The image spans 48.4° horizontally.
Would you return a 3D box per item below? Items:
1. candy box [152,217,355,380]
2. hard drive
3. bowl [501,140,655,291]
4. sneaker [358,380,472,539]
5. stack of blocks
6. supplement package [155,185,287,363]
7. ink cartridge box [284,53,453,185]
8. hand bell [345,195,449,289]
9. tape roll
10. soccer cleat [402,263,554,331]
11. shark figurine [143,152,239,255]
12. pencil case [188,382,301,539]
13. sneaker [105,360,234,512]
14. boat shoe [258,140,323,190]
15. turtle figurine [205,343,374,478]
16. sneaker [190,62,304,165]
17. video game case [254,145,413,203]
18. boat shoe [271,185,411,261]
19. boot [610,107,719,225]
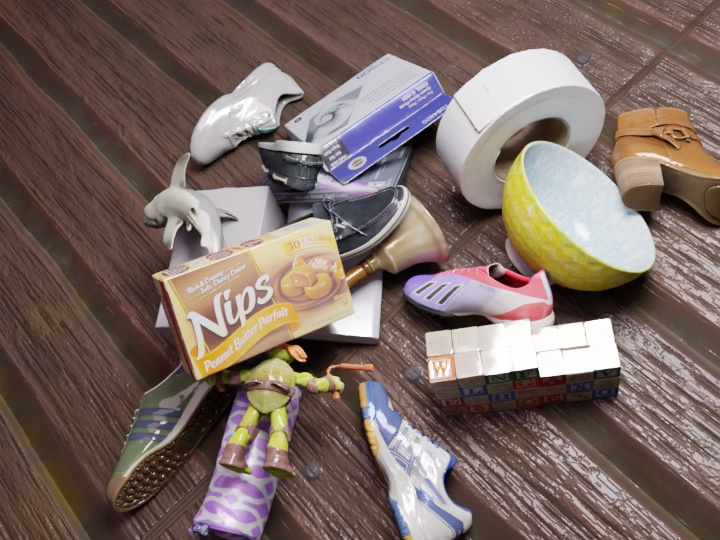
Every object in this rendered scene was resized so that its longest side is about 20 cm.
[{"bbox_3d":[-0.115,0.027,0.889,0.200,0.116,0.055,-21,15,-23],"label":"candy box"},{"bbox_3d":[-0.036,-0.005,1.044,0.131,0.025,0.201,5,62,-1],"label":"hard drive"},{"bbox_3d":[0.235,-0.045,0.946,0.108,0.200,0.201,-49,48,37],"label":"bowl"},{"bbox_3d":[0.059,0.210,0.896,0.088,0.075,0.200,-20,67,-5],"label":"sneaker"},{"bbox_3d":[0.180,0.105,0.887,0.199,0.115,0.059,-9,60,10],"label":"stack of blocks"},{"bbox_3d":[-0.168,0.007,1.037,0.121,0.120,0.201,-2,61,15],"label":"supplement package"},{"bbox_3d":[0.009,-0.218,1.115,0.199,0.041,0.200,-36,34,-6],"label":"ink cartridge box"},{"bbox_3d":[0.000,0.000,0.991,0.200,0.104,0.104,-34,58,-11],"label":"hand bell"},{"bbox_3d":[0.195,-0.170,0.986,0.202,0.203,0.071,-27,58,0],"label":"tape roll"},{"bbox_3d":[0.135,0.020,0.948,0.200,0.073,0.068,12,29,39],"label":"soccer cleat"},{"bbox_3d":[-0.179,-0.051,0.961,0.215,0.089,0.128,47,115,40],"label":"shark figurine"},{"bbox_3d":[-0.132,0.218,0.936,0.085,0.084,0.201,-4,57,38],"label":"pencil case"},{"bbox_3d":[-0.250,0.195,0.993,0.090,0.067,0.200,30,73,36],"label":"sneaker"},{"bbox_3d":[-0.094,-0.133,1.029,0.075,0.200,0.061,5,96,-11],"label":"boat shoe"},{"bbox_3d":[-0.090,0.144,0.887,0.199,0.064,0.162,7,61,3],"label":"turtle figurine"},{"bbox_3d":[-0.168,-0.225,1.202,0.088,0.075,0.200,36,74,17],"label":"sneaker"},{"bbox_3d":[-0.037,-0.132,1.098,0.199,0.019,0.143,0,31,15],"label":"video game case"},{"bbox_3d":[-0.032,-0.053,0.971,0.200,0.062,0.075,-25,39,18],"label":"boat shoe"},{"bbox_3d":[0.412,-0.138,0.987,0.199,0.074,0.155,8,49,4],"label":"boot"}]
